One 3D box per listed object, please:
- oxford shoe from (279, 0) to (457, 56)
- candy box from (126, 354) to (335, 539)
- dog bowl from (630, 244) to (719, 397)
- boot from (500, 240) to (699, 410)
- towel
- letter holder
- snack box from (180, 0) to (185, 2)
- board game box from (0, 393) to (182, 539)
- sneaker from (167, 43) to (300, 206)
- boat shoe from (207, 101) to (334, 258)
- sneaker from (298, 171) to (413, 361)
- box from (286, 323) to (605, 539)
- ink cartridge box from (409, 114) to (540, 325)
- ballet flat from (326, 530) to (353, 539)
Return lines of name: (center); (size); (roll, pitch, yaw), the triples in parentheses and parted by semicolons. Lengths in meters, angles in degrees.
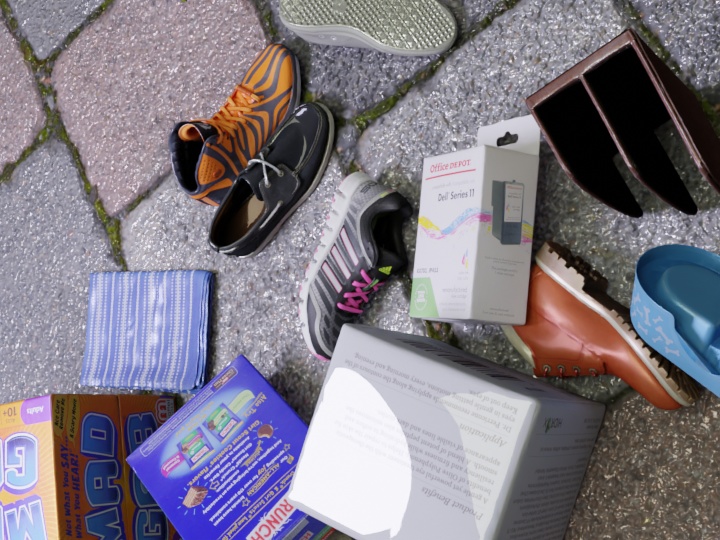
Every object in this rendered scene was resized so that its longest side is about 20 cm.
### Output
oxford shoe: (0.010, -0.268, 1.143); (0.198, 0.058, 0.076); (11, 82, 17)
candy box: (-0.119, 0.215, 1.096); (0.169, 0.077, 0.200); (-42, 52, -8)
dog bowl: (0.311, 0.056, 0.887); (0.200, 0.111, 0.050); (40, 137, 28)
boot: (0.213, 0.074, 0.968); (0.200, 0.075, 0.108); (47, 111, 35)
towel: (-0.259, 0.072, 1.277); (0.199, 0.024, 0.146); (-1, 82, 31)
letter holder: (0.244, -0.090, 0.889); (0.100, 0.200, 0.143); (-33, 69, 23)
snack box: (-0.234, -0.461, 1.306); (0.168, 0.068, 0.201); (40, 106, 28)
board game box: (-0.339, 0.253, 1.199); (0.199, 0.199, 0.202); (-13, 77, 28)
sneaker: (-0.141, -0.166, 1.184); (0.077, 0.112, 0.201); (27, 98, 30)
boat shoe: (-0.098, -0.100, 1.177); (0.072, 0.068, 0.201); (40, 101, 24)
sneaker: (0.000, 0.000, 1.099); (0.087, 0.074, 0.201); (14, 86, 38)
box: (0.082, 0.164, 0.956); (0.198, 0.200, 0.173); (19, 92, 31)
ink cartridge box: (0.109, -0.051, 1.017); (0.117, 0.067, 0.202); (-4, 80, 64)
ballet flat: (-0.091, 0.290, 1.124); (0.199, 0.062, 0.068); (9, 88, 31)
